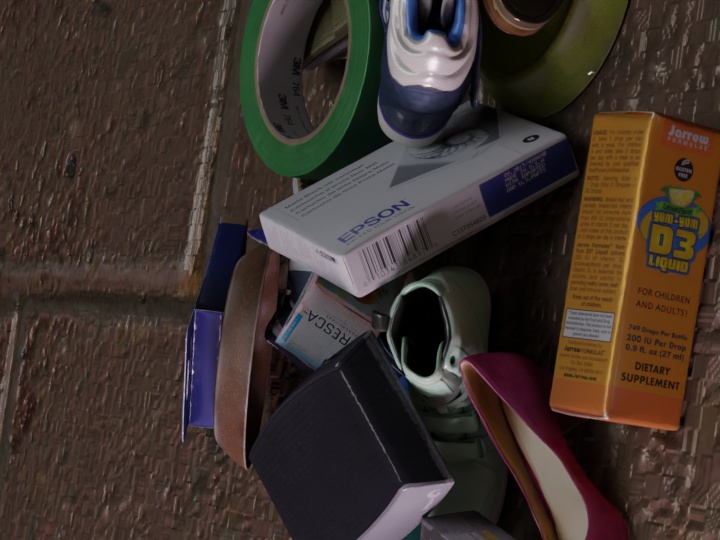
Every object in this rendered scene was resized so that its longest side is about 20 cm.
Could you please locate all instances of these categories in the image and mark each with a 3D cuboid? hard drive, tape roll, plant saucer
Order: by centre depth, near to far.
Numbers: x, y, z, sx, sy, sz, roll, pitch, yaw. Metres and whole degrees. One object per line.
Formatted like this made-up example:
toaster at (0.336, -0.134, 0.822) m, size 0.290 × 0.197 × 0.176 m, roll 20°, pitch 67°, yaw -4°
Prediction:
hard drive at (-0.014, 0.140, 1.375) m, size 0.135 × 0.042 × 0.200 m, roll 61°, pitch 147°, yaw 13°
plant saucer at (0.134, -0.215, 1.437) m, size 0.200 × 0.031 × 0.202 m, roll -28°, pitch 57°, yaw 55°
tape roll at (-0.030, -0.175, 1.568) m, size 0.200 × 0.048 × 0.202 m, roll -13°, pitch 74°, yaw 55°
plant saucer at (-0.100, 0.070, 1.655) m, size 0.200 × 0.034 × 0.202 m, roll 8°, pitch -90°, yaw -88°

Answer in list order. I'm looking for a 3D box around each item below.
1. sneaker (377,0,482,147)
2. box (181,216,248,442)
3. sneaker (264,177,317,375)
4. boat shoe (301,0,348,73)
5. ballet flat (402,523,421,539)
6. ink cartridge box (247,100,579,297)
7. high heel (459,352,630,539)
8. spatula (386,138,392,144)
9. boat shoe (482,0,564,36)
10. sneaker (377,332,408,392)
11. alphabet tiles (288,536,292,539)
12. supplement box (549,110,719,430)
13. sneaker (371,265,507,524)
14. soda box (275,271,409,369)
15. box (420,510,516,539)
sneaker at (0.058, -0.204, 1.397) m, size 0.147 × 0.080 × 0.201 m, roll 107°, pitch 172°, yaw -60°
box at (-0.129, 0.053, 1.705) m, size 0.200 × 0.032 × 0.122 m, roll -79°, pitch -5°, yaw -59°
sneaker at (-0.040, -0.004, 1.637) m, size 0.109 × 0.070 × 0.201 m, roll -48°, pitch 44°, yaw 41°
boat shoe at (-0.016, -0.213, 1.664) m, size 0.200 × 0.068 × 0.075 m, roll -16°, pitch 71°, yaw 57°
ballet flat at (0.015, 0.163, 1.475) m, size 0.200 × 0.064 × 0.076 m, roll 37°, pitch 94°, yaw 30°
ink cartridge box at (0.030, -0.063, 1.422) m, size 0.200 × 0.199 × 0.041 m, roll 25°, pitch 140°, yaw 60°
high heel at (0.120, 0.146, 1.273) m, size 0.067 × 0.095 × 0.201 m, roll -38°, pitch 49°, yaw 46°
spatula at (0.008, -0.122, 1.604) m, size 0.057 × 0.020 × 0.200 m, roll -69°, pitch 20°, yaw 4°
boat shoe at (0.110, -0.245, 1.398) m, size 0.068 × 0.072 × 0.201 m, roll -46°, pitch 34°, yaw 51°
sneaker at (0.030, 0.068, 1.495) m, size 0.199 × 0.070 × 0.079 m, roll -17°, pitch 65°, yaw 50°
alphabet tiles at (-0.004, 0.290, 1.461) m, size 0.200 × 0.008 × 0.168 m, roll 53°, pitch 130°, yaw 25°
supplement box at (0.180, -0.001, 1.246) m, size 0.069 × 0.066 × 0.202 m, roll 1°, pitch 82°, yaw 61°
sneaker at (0.052, 0.099, 1.344) m, size 0.073 × 0.118 × 0.202 m, roll -4°, pitch 91°, yaw 21°
soda box at (0.000, 0.000, 1.473) m, size 0.069 × 0.063 × 0.200 m, roll -56°, pitch 4°, yaw 31°
box at (0.089, 0.285, 1.291) m, size 0.158 × 0.048 × 0.202 m, roll -151°, pitch 62°, yaw -61°
